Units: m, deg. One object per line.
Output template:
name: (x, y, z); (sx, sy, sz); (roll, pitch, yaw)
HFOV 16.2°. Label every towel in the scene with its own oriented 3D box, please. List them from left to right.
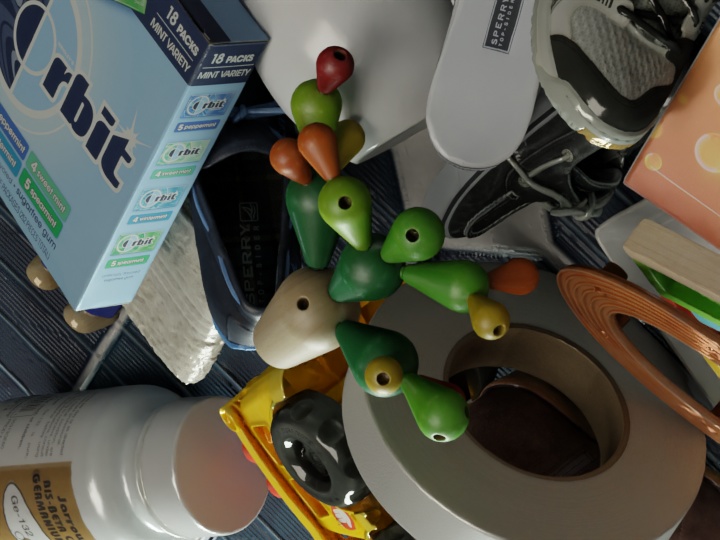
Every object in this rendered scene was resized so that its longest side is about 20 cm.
towel: (-0.134, -0.038, 1.497); (0.200, 0.034, 0.133); (53, 148, 14)

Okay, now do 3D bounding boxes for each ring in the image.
ring: (0.184, 0.057, 1.278); (0.200, 0.019, 0.200); (38, 171, 7)

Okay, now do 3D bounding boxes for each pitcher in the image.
pitcher: (-0.025, -0.158, 1.379); (0.200, 0.121, 0.172); (61, 159, 2)

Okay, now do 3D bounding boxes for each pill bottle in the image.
pill bottle: (-0.160, 0.133, 1.657); (0.200, 0.114, 0.115); (-8, 111, 41)

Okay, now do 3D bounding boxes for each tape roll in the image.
tape roll: (0.090, 0.081, 1.363); (0.203, 0.203, 0.037); (38, 136, 14)

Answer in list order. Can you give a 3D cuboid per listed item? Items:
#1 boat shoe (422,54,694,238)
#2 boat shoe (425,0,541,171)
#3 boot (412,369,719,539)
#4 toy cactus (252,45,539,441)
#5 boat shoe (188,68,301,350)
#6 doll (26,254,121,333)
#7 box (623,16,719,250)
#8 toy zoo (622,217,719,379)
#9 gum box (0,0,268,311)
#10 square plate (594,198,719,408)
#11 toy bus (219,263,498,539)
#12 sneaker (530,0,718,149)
boat shoe: (0.111, -0.060, 1.348); (0.199, 0.074, 0.068); (-40, 75, 37)
boat shoe: (0.083, -0.147, 1.290); (0.072, 0.068, 0.200); (16, 92, 0)
boot: (0.125, 0.151, 1.400); (0.200, 0.166, 0.072); (44, 137, 5)
toy cactus: (0.000, 0.000, 1.289); (0.200, 0.102, 0.165); (60, 142, 7)
boat shoe: (-0.059, -0.059, 1.400); (0.069, 0.084, 0.200); (118, 139, -71)
doll: (-0.154, -0.050, 1.583); (0.136, 0.048, 0.200); (48, 136, 13)
box: (0.233, -0.097, 1.181); (0.124, 0.097, 0.200); (36, 123, 12)
toy zoo: (0.219, 0.056, 1.256); (0.131, 0.020, 0.200); (31, 168, 41)
gum box: (-0.147, -0.108, 1.398); (0.170, 0.044, 0.200); (53, 132, 29)
square plate: (0.246, 0.017, 1.319); (0.198, 0.028, 0.200); (-33, 94, 46)
toy bus: (0.011, 0.120, 1.512); (0.200, 0.136, 0.192); (53, 149, -5)
sneaker: (0.142, -0.148, 1.176); (0.076, 0.200, 0.088); (34, 144, -18)
